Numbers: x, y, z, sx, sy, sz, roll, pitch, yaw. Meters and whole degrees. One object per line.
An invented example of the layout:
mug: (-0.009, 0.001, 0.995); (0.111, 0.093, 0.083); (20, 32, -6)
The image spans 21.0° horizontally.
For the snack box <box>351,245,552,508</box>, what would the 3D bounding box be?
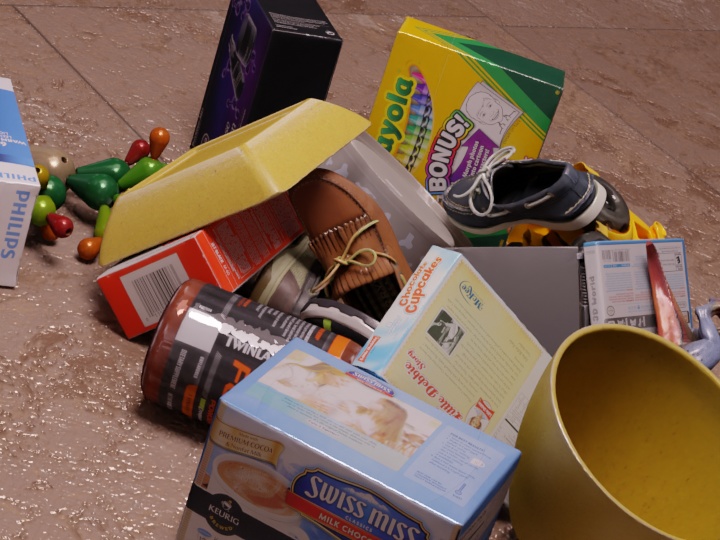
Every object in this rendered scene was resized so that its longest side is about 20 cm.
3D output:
snack box: (0.088, 0.086, 1.523); (0.037, 0.116, 0.200); (17, -24, 48)

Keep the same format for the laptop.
laptop: (0.169, 0.073, 1.682); (0.103, 0.178, 0.200); (-5, -9, 38)

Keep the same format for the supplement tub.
supplement tub: (-0.066, 0.087, 1.540); (0.199, 0.107, 0.107); (21, 27, 5)

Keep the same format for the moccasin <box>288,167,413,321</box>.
moccasin: (-0.002, 0.001, 1.691); (0.073, 0.202, 0.078); (-18, 23, 18)

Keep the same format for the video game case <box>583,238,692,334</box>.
video game case: (0.247, 0.074, 1.679); (0.018, 0.201, 0.143); (-8, -3, 40)

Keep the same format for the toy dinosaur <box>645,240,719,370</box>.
toy dinosaur: (0.265, 0.112, 1.652); (0.200, 0.105, 0.182); (38, 61, 1)

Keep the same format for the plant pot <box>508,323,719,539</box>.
plant pot: (0.194, 0.162, 1.499); (0.199, 0.142, 0.201); (20, 44, -21)

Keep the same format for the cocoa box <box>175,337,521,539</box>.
cocoa box: (-0.008, 0.163, 1.408); (0.199, 0.132, 0.133); (26, 28, 14)

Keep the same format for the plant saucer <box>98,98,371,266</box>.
plant saucer: (-0.115, -0.086, 1.671); (0.199, 0.049, 0.200); (-19, 12, 30)

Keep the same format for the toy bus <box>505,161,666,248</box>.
toy bus: (0.238, 0.027, 1.842); (0.192, 0.136, 0.200); (31, 33, -21)

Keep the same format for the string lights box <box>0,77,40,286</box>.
string lights box: (-0.329, -0.083, 1.692); (0.059, 0.103, 0.200); (7, 29, -22)

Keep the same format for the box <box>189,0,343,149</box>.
box: (-0.096, -0.171, 1.900); (0.079, 0.201, 0.141); (7, 28, -21)

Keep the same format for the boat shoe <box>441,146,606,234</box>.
boat shoe: (0.140, -0.074, 1.810); (0.062, 0.075, 0.200); (43, -19, -31)

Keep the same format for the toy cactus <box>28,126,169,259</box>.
toy cactus: (-0.258, -0.086, 1.775); (0.165, 0.103, 0.200); (21, 34, 26)

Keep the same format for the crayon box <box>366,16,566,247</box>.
crayon box: (0.092, -0.131, 1.944); (0.172, 0.201, 0.058); (18, 26, 0)

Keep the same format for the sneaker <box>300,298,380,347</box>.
sneaker: (0.019, 0.092, 1.610); (0.200, 0.083, 0.072); (28, -3, 28)

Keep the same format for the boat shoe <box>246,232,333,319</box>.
boat shoe: (-0.042, 0.003, 1.763); (0.066, 0.072, 0.201); (36, 26, 5)

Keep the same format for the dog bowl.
dog bowl: (0.025, -0.060, 1.841); (0.200, 0.059, 0.200); (44, 10, -9)

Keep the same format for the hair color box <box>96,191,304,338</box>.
hair color box: (-0.130, -0.020, 1.686); (0.064, 0.111, 0.200); (63, 28, -8)
